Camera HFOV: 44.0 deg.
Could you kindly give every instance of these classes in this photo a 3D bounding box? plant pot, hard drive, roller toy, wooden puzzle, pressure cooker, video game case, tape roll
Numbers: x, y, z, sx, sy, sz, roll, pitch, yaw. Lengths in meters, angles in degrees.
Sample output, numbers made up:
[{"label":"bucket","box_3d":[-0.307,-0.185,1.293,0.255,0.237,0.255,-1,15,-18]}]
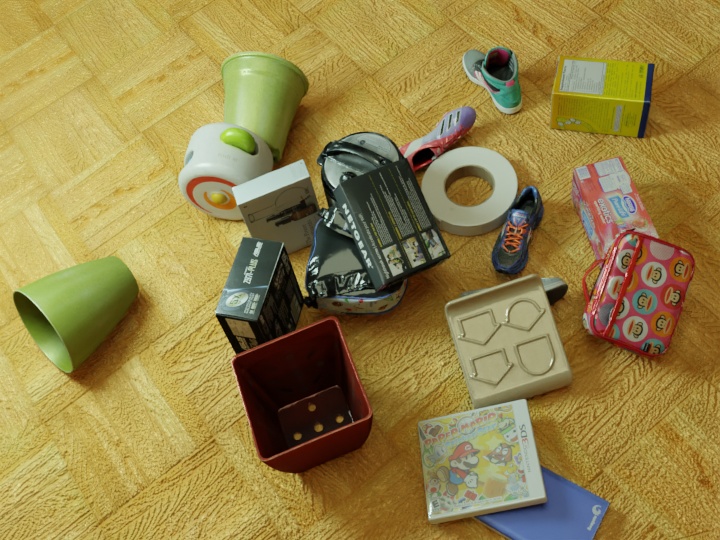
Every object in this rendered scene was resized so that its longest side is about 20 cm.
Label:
[{"label":"plant pot","box_3d":[-0.539,0.065,1.743,0.186,0.189,0.199,33,54,27]},{"label":"plant pot","box_3d":[-0.088,0.236,1.537,0.196,0.177,0.202,-21,57,-4]},{"label":"hard drive","box_3d":[0.290,0.391,1.461,0.197,0.026,0.133,25,65,23]},{"label":"roller toy","box_3d":[-0.277,-0.196,1.841,0.179,0.201,0.142,-3,57,23]},{"label":"wooden puzzle","box_3d":[0.262,0.130,1.588,0.182,0.046,0.204,-18,81,7]},{"label":"pressure cooker","box_3d":[0.012,-0.171,1.761,0.172,0.201,0.181,-14,56,1]},{"label":"plant pot","box_3d":[-0.221,-0.337,1.929,0.196,0.201,0.188,3,69,12]},{"label":"video game case","box_3d":[0.200,0.319,1.499,0.196,0.023,0.185,-14,50,11]},{"label":"tape roll","box_3d":[0.222,-0.163,1.815,0.198,0.037,0.206,-5,58,7]}]

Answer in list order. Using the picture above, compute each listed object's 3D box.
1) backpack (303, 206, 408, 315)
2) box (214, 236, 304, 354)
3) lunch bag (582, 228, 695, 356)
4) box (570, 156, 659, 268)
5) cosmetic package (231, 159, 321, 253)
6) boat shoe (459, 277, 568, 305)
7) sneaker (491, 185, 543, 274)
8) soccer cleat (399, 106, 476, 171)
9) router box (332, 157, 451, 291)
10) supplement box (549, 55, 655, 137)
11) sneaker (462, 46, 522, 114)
[{"label":"backpack","box_3d":[0.000,0.000,1.685,0.186,0.155,0.204,5,69,13]},{"label":"box","box_3d":[-0.182,0.066,1.646,0.084,0.201,0.166,8,60,15]},{"label":"lunch bag","box_3d":[0.478,0.036,1.569,0.173,0.082,0.204,20,88,3]},{"label":"box","box_3d":[0.481,-0.104,1.696,0.100,0.095,0.203,-15,57,1]},{"label":"cosmetic package","box_3d":[-0.154,-0.111,1.753,0.148,0.201,0.052,-20,55,-3]},{"label":"boat shoe","box_3d":[0.284,0.046,1.653,0.198,0.075,0.066,-18,60,7]},{"label":"sneaker","box_3d":[0.302,-0.081,1.725,0.074,0.079,0.203,13,61,18]},{"label":"soccer cleat","box_3d":[0.168,-0.271,1.870,0.198,0.067,0.077,-32,37,-4]},{"label":"router box","box_3d":[0.057,-0.086,1.614,0.147,0.051,0.203,-21,83,-22]},{"label":"supplement box","box_3d":[0.499,-0.360,1.846,0.196,0.110,0.111,9,59,15]},{"label":"sneaker","box_3d":[0.282,-0.443,1.930,0.083,0.122,0.201,-29,57,-9]}]
